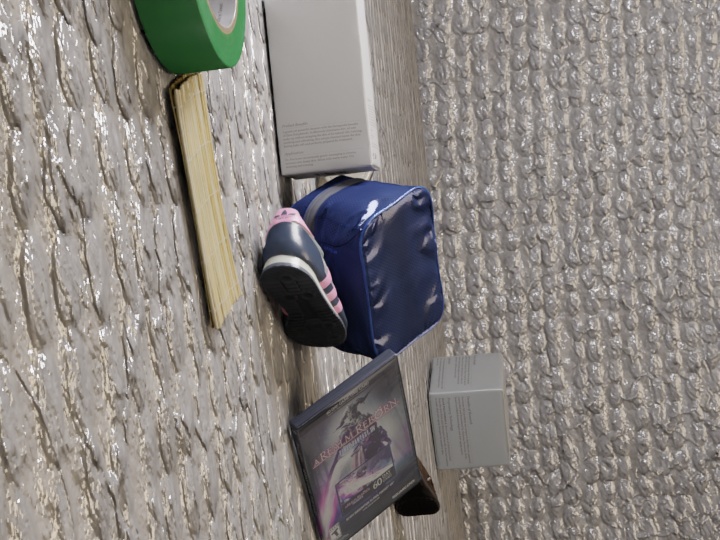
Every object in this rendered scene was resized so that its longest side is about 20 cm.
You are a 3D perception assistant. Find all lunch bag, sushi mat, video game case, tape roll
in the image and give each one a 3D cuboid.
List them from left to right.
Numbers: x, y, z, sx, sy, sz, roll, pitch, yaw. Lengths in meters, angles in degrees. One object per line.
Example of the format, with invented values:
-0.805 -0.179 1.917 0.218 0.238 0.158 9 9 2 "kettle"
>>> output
-0.135 -0.254 1.009 0.200 0.048 0.203 -5 90 -82 "tape roll"
-0.125 -0.060 1.068 0.096 0.012 0.202 -71 155 -70 "sushi mat"
-0.002 0.199 1.428 0.019 0.142 0.201 31 -35 40 "video game case"
0.000 0.000 1.453 0.136 0.132 0.202 -32 125 -42 "lunch bag"

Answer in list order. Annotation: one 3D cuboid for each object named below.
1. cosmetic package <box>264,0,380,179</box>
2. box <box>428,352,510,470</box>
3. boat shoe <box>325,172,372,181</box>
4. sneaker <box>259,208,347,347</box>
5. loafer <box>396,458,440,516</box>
-0.041 -0.208 1.455 0.085 0.106 0.202 -2 88 -82 "cosmetic package"
0.251 0.319 2.992 0.199 0.170 0.202 -75 158 -69 "box"
-0.011 -0.152 1.714 0.201 0.072 0.063 -94 173 -45 "boat shoe"
-0.052 0.011 1.345 0.200 0.069 0.083 74 16 -60 "sneaker"
0.088 0.340 2.131 0.201 0.072 0.072 74 12 -55 "loafer"
